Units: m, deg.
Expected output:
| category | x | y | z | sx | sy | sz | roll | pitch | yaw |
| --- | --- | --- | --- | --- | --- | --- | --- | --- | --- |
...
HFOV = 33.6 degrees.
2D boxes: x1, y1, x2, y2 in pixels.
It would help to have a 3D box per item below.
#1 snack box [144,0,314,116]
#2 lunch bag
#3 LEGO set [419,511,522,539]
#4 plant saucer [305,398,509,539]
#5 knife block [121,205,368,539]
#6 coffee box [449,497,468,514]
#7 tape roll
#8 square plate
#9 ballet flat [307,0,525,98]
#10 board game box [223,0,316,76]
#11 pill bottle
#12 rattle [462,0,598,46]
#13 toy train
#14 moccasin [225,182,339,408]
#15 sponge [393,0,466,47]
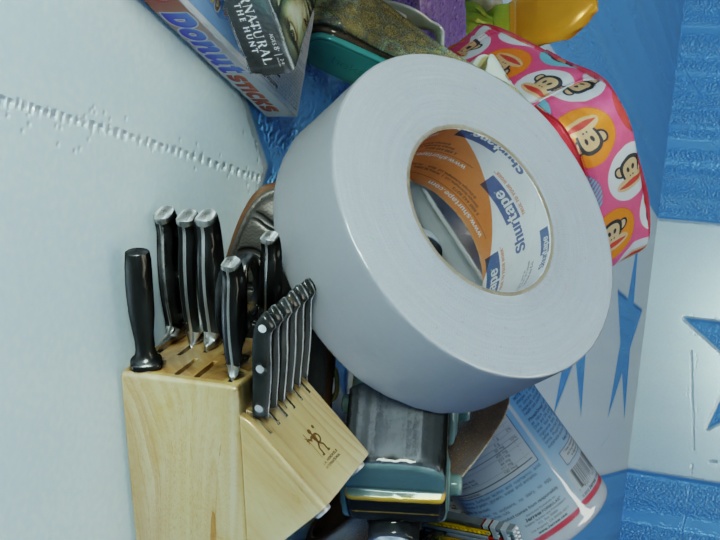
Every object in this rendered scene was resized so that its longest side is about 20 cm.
| category | x | y | z | sx | sy | sz | roll | pitch | yaw |
| --- | --- | --- | --- | --- | --- | --- | --- | --- | --- |
| snack box | -0.074 | -0.153 | 0.653 | 0.200 | 0.024 | 0.072 | 38 | 59 | -66 |
| lunch bag | 0.132 | -0.081 | 0.914 | 0.082 | 0.200 | 0.176 | -32 | 129 | -15 |
| LEGO set | 0.055 | 0.257 | 0.806 | 0.200 | 0.116 | 0.154 | -35 | 119 | -45 |
| plant saucer | 0.025 | 0.149 | 0.857 | 0.200 | 0.032 | 0.200 | -44 | -178 | 2 |
| knife block | -0.092 | 0.073 | 0.645 | 0.200 | 0.176 | 0.064 | -43 | 178 | 29 |
| coffee box | 0.078 | 0.215 | 1.093 | 0.113 | 0.080 | 0.200 | 74 | 30 | -44 |
| tape roll | 0.050 | -0.022 | 0.687 | 0.200 | 0.066 | 0.201 | 19 | 56 | -30 |
| square plate | 0.059 | -0.038 | 0.874 | 0.200 | 0.028 | 0.198 | 57 | 10 | -34 |
| ballet flat | 0.054 | -0.128 | 0.793 | 0.071 | 0.200 | 0.071 | -58 | -169 | 17 |
| board game box | -0.061 | -0.219 | 0.608 | 0.135 | 0.028 | 0.200 | -78 | 156 | -44 |
| pill bottle | 0.107 | 0.135 | 0.995 | 0.200 | 0.109 | 0.109 | 55 | 28 | -2 |
| rattle | 0.160 | -0.184 | 1.122 | 0.130 | 0.143 | 0.200 | -90 | 163 | -45 |
| toy train | 0.027 | 0.070 | 0.740 | 0.114 | 0.085 | 0.200 | 88 | 8 | -56 |
| moccasin | -0.042 | 0.040 | 0.734 | 0.078 | 0.073 | 0.202 | -73 | 158 | -64 |
| sponge | 0.060 | -0.182 | 0.999 | 0.112 | 0.030 | 0.200 | -50 | 142 | -55 |
